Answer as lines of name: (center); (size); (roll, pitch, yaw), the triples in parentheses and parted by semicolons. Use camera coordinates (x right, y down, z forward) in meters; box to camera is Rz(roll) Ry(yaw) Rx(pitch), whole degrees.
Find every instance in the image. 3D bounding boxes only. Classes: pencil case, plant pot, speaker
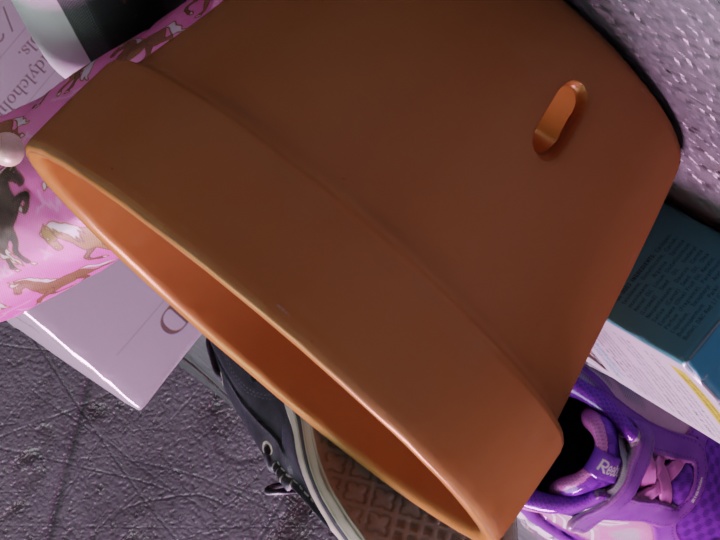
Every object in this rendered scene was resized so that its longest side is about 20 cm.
pencil case: (-0.093, -0.051, 1.035); (0.083, 0.200, 0.087); (-5, -108, -57)
plant pot: (0.010, -0.026, 0.864); (0.200, 0.140, 0.200); (39, 171, 7)
speaker: (-0.110, -0.136, 1.039); (0.081, 0.081, 0.200); (38, 172, 12)

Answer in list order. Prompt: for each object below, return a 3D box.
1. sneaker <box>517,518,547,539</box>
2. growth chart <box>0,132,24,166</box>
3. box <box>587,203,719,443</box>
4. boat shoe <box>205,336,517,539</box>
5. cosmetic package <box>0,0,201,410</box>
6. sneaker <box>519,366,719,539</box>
sneaker: (0.116, 0.122, 1.465); (0.200, 0.080, 0.088); (52, 174, -36)
growth chart: (-0.198, -0.140, 0.998); (0.145, 0.018, 0.200); (23, -137, -46)
box: (0.082, -0.004, 0.978); (0.200, 0.049, 0.082); (33, 170, 44)
boat shoe: (-0.004, 0.057, 0.987); (0.200, 0.075, 0.062); (53, 153, 34)
cosmetic package: (-0.151, -0.073, 1.264); (0.200, 0.167, 0.166); (44, 171, -30)
sneaker: (0.094, 0.075, 1.069); (0.200, 0.081, 0.088); (23, 179, -29)
